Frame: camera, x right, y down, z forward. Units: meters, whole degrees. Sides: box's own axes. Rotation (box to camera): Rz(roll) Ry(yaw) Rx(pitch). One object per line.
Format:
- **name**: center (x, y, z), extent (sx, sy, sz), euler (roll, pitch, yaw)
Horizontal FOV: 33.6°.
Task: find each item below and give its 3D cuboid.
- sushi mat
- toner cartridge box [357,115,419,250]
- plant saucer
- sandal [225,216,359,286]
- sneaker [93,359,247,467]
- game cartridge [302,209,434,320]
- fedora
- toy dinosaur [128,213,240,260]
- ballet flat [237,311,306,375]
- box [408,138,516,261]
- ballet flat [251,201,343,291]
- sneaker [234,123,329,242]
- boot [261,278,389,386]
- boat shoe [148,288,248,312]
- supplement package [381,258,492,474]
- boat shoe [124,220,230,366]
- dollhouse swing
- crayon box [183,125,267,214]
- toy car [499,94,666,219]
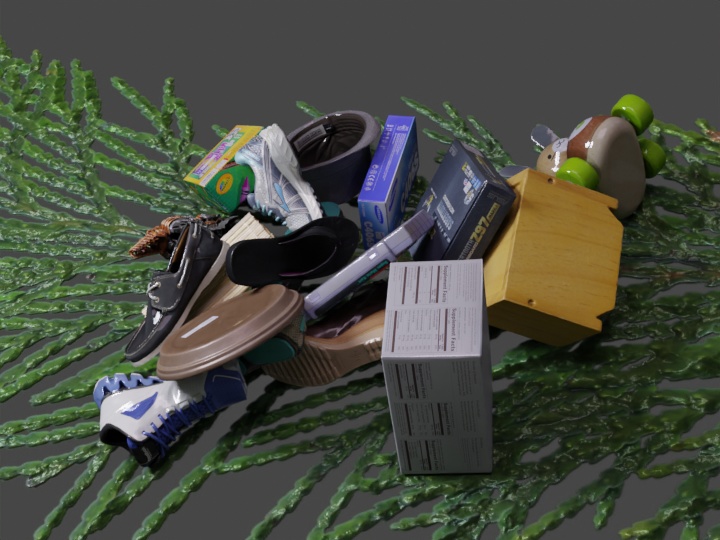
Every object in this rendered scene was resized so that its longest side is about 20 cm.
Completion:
- **sushi mat**: center (-0.193, 0.015, 1.566), extent (0.200, 0.012, 0.096), euler (-43, 52, -4)
- **toner cartridge box**: center (0.043, -0.128, 1.728), extent (0.043, 0.095, 0.201), euler (4, 45, 15)
- **plant saucer**: center (-0.161, 0.070, 1.440), extent (0.199, 0.030, 0.200), euler (-25, 14, 7)
- **sandal**: center (-0.075, -0.019, 1.513), extent (0.200, 0.076, 0.048), euler (-17, 13, -35)
- **sneaker**: center (-0.235, 0.182, 1.464), extent (0.198, 0.081, 0.116), euler (-11, 47, 7)
- **game cartridge**: center (0.000, 0.000, 1.525), extent (0.200, 0.038, 0.130), euler (-36, 6, 20)
- **fedora**: center (-0.042, -0.156, 1.760), extent (0.176, 0.091, 0.200), euler (-18, 27, 8)
- **toy dinosaur**: center (-0.241, -0.035, 1.670), extent (0.135, 0.103, 0.200), euler (21, 43, 31)
- **ballet flat**: center (-0.145, 0.093, 1.500), extent (0.199, 0.068, 0.075), euler (-19, 34, 33)
- **box**: center (0.125, -0.071, 1.569), extent (0.051, 0.158, 0.200), euler (24, 17, -15)
- **ballet flat**: center (-0.087, -0.014, 1.645), extent (0.068, 0.069, 0.200), euler (19, 48, 25)
- **sneaker**: center (-0.101, -0.091, 1.607), extent (0.086, 0.078, 0.201), euler (-27, 82, 2)
- **boot**: center (-0.022, 0.075, 1.556), extent (0.199, 0.073, 0.167), euler (-11, 23, 17)
- **boat shoe**: center (-0.197, 0.065, 1.590), extent (0.201, 0.075, 0.075), euler (11, 60, 30)
- **supplement package**: center (0.094, 0.112, 1.379), extent (0.110, 0.201, 0.156), euler (-2, 42, 8)
- **boat shoe**: center (-0.247, 0.029, 1.522), extent (0.072, 0.068, 0.201), euler (4, 59, 57)
- **dollhouse swing**: center (0.212, 0.008, 1.534), extent (0.181, 0.176, 0.201), euler (18, 57, -7)
- **crayon box**: center (-0.183, -0.149, 1.725), extent (0.119, 0.058, 0.200), euler (-46, 17, -6)
- **toy car**: center (0.297, -0.158, 1.687), extent (0.200, 0.158, 0.164), euler (21, 60, 44)
